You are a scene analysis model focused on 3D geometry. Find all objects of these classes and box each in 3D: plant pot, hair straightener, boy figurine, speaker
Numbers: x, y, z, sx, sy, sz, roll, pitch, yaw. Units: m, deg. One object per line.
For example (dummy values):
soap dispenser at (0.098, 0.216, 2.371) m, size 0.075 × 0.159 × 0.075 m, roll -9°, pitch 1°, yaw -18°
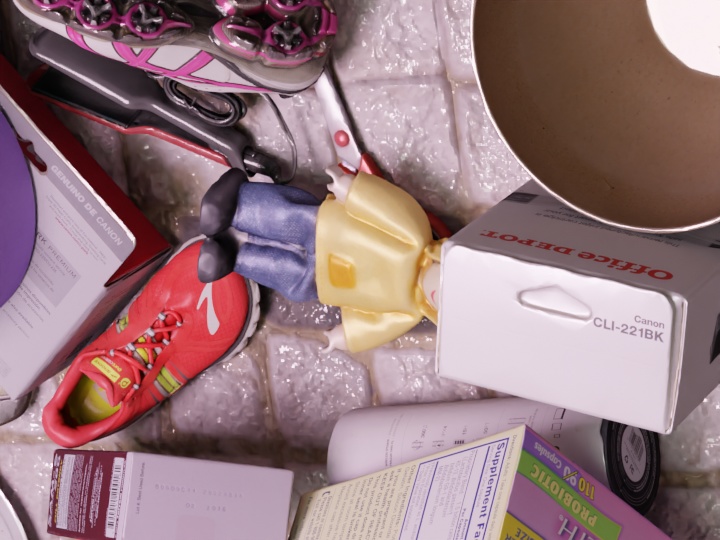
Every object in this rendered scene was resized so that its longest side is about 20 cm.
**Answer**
plant pot at (0.178, -0.136, 1.400) m, size 0.199 × 0.134 × 0.202 m, roll 10°, pitch 112°, yaw 27°
hair straightener at (-0.125, -0.110, 1.624) m, size 0.199 × 0.041 × 0.077 m, roll 28°, pitch 138°, yaw 17°
boy figurine at (0.000, 0.000, 1.574) m, size 0.199 × 0.064 × 0.125 m, roll 17°, pitch 117°, yaw 17°
speaker at (0.080, 0.118, 1.581) m, size 0.199 × 0.081 × 0.082 m, roll -7°, pitch 104°, yaw 31°

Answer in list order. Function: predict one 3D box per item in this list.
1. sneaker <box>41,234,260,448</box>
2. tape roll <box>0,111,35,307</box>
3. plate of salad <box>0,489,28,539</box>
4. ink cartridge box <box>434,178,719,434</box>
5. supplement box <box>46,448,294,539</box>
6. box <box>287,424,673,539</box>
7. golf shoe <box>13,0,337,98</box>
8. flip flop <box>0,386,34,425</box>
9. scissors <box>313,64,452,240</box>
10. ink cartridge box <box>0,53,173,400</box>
sneaker at (-0.140, 0.056, 1.678) m, size 0.077 × 0.085 × 0.200 m, roll 47°, pitch 123°, yaw 5°
tape roll at (-0.312, -0.043, 1.637) m, size 0.199 × 0.085 × 0.202 m, roll 12°, pitch 115°, yaw 27°
plate of salad at (-0.322, 0.213, 1.861) m, size 0.199 × 0.048 × 0.202 m, roll 10°, pitch 112°, yaw 25°
ink cartridge box at (0.147, 0.005, 1.429) m, size 0.143 × 0.200 × 0.084 m, roll 13°, pitch 114°, yaw 25°
supplement box at (-0.125, 0.149, 1.628) m, size 0.200 × 0.108 × 0.061 m, roll 172°, pitch 106°, yaw -70°
box at (0.076, 0.197, 1.536) m, size 0.176 × 0.097 × 0.199 m, roll 38°, pitch 142°, yaw -28°
golf shoe at (-0.118, -0.143, 1.549) m, size 0.198 × 0.073 × 0.092 m, roll 13°, pitch 150°, yaw -7°
flip flop at (-0.321, 0.063, 1.806) m, size 0.198 × 0.058 × 0.082 m, roll 8°, pitch 108°, yaw 10°
scissors at (-0.011, -0.069, 1.603) m, size 0.073 × 0.014 × 0.201 m, roll -33°, pitch 92°, yaw 35°
ink cartridge box at (-0.230, -0.049, 1.688) m, size 0.200 × 0.084 × 0.176 m, roll 48°, pitch 127°, yaw 6°
